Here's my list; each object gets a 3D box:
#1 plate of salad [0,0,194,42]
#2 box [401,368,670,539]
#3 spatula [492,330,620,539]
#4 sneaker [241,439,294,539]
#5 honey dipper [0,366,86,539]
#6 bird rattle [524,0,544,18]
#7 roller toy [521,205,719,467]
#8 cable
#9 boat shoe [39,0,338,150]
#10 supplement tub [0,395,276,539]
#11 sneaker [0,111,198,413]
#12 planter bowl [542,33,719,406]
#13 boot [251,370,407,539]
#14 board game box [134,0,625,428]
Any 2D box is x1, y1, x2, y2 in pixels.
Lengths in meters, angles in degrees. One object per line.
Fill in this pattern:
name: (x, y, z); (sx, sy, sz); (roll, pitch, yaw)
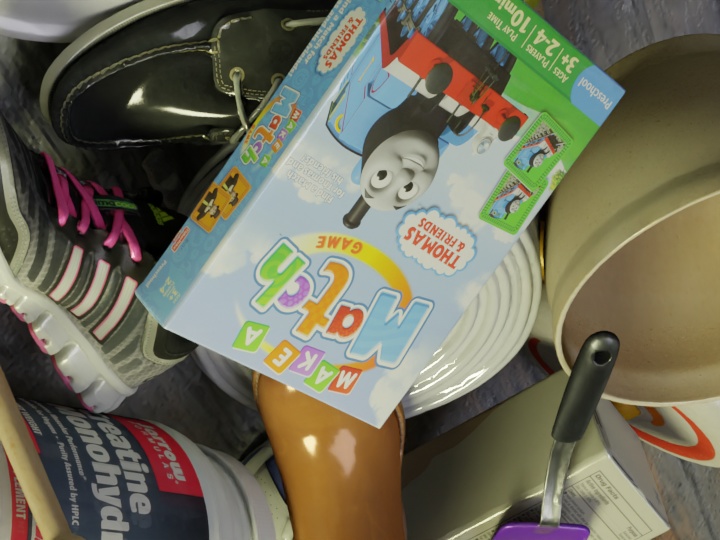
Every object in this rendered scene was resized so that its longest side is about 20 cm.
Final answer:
plate of salad: (-0.124, -0.195, 0.678); (0.198, 0.048, 0.202); (-10, 123, -16)
box: (0.075, 0.151, 0.971); (0.199, 0.078, 0.095); (-29, 130, 14)
spatula: (0.109, 0.106, 0.871); (0.056, 0.021, 0.201); (3, 129, -8)
sneaker: (-0.055, 0.199, 0.917); (0.200, 0.115, 0.081); (-51, 139, -12)
honey dipper: (-0.157, 0.043, 0.680); (0.038, 0.201, 0.038); (-26, 161, -10)
bird rattle: (0.064, -0.113, 0.883); (0.163, 0.112, 0.201); (-33, 143, -37)
roller toy: (0.191, 0.032, 1.014); (0.140, 0.182, 0.200); (-56, 140, -12)
cable: (0.000, 0.000, 0.835); (0.198, 0.070, 0.201); (-12, 135, 1)
boat shoe: (-0.046, -0.089, 0.730); (0.198, 0.068, 0.072); (-11, 135, -16)
supplement tub: (-0.150, 0.135, 0.769); (0.199, 0.140, 0.141); (17, 99, -48)
sneaker: (-0.120, -0.015, 0.711); (0.087, 0.074, 0.201); (-25, 139, 0)
planter bowl: (0.184, -0.038, 0.854); (0.198, 0.136, 0.201); (-8, 144, -6)
boot: (-0.014, 0.147, 0.816); (0.076, 0.156, 0.201); (-4, 131, 6)
board game box: (0.013, -0.037, 0.716); (0.151, 0.037, 0.201); (29, 100, -45)
